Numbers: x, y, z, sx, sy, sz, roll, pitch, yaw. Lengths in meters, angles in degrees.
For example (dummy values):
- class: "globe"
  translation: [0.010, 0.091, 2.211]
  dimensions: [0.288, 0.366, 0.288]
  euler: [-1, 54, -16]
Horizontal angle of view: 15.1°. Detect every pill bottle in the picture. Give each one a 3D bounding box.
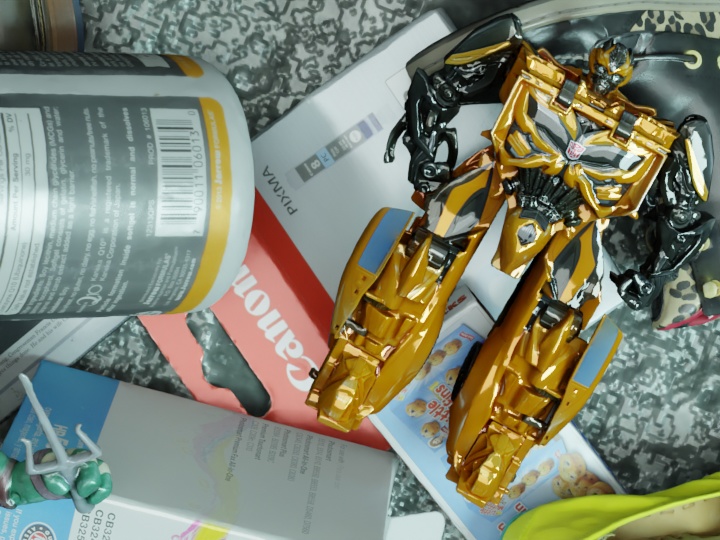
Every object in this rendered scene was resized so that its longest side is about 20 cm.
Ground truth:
- class: "pill bottle"
  translation: [-0.155, -0.037, 1.171]
  dimensions: [0.199, 0.116, 0.117]
  euler: [-1, 95, -28]

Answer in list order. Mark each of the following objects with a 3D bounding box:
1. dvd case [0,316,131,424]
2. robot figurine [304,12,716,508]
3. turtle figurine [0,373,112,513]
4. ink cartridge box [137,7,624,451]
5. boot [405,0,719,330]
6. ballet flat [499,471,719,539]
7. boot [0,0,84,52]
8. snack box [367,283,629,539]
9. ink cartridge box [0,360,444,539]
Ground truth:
- class: "dvd case"
  translation: [-0.216, -0.018, 1.265]
  dimensions: [0.150, 0.025, 0.200]
  euler: [-39, 94, 8]
- class: "robot figurine"
  translation: [0.065, -0.006, 1.158]
  dimensions: [0.144, 0.058, 0.201]
  euler: [27, 106, -4]
- class: "turtle figurine"
  translation: [-0.176, 0.101, 1.102]
  dimensions: [0.149, 0.101, 0.202]
  euler: [-13, 105, -20]
- class: "ink cartridge box"
  translation: [0.000, 0.000, 1.257]
  dimensions: [0.199, 0.047, 0.161]
  euler: [-35, 93, 2]
- class: "boot"
  translation: [0.127, -0.049, 1.213]
  dimensions: [0.199, 0.073, 0.152]
  euler: [-9, 85, -22]
- class: "ballet flat"
  translation: [0.159, 0.126, 1.225]
  dimensions: [0.199, 0.067, 0.067]
  euler: [-7, 105, -20]
- class: "boot"
  translation: [-0.194, -0.171, 1.214]
  dimensions: [0.096, 0.075, 0.201]
  euler: [-17, 92, -33]
- class: "snack box"
  translation: [0.079, 0.104, 1.247]
  dimensions: [0.072, 0.024, 0.200]
  euler: [-37, 111, 4]
- class: "ink cartridge box"
  translation: [-0.071, 0.143, 1.218]
  dimensions: [0.198, 0.125, 0.129]
  euler: [14, 109, 0]
